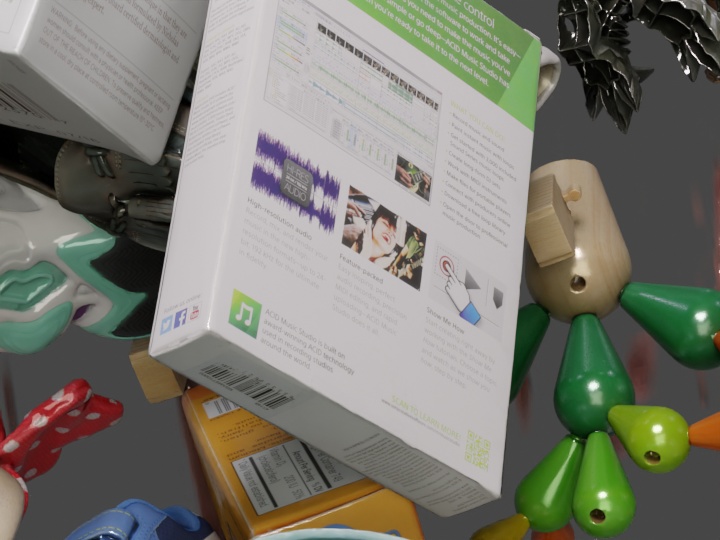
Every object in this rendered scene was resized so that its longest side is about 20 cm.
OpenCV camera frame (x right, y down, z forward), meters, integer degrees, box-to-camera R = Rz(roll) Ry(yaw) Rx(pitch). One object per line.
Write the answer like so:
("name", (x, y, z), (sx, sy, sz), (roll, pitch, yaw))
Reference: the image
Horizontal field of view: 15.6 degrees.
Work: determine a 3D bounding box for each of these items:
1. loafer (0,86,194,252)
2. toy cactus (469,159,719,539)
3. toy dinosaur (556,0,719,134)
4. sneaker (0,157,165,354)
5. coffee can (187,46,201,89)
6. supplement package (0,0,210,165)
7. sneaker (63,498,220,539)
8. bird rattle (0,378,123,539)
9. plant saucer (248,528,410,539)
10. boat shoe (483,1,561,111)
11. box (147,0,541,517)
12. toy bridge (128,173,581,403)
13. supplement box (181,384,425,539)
("loafer", (-0.111, -0.043, 1.021), (0.199, 0.072, 0.063), (25, 53, 28))
("toy cactus", (0.102, 0.036, 1.103), (0.199, 0.102, 0.166), (-16, 62, 18))
("toy dinosaur", (0.150, -0.132, 1.120), (0.200, 0.102, 0.136), (41, 63, 16))
("sneaker", (-0.170, -0.023, 1.088), (0.199, 0.140, 0.078), (-3, 125, -27))
("coffee can", (-0.046, -0.169, 1.083), (0.146, 0.146, 0.200), (36, 87, 2))
("supplement package", (-0.111, -0.159, 0.957), (0.116, 0.117, 0.201), (14, 79, 25))
("sneaker", (-0.106, 0.139, 1.049), (0.074, 0.200, 0.083), (-30, 78, 21))
("bird rattle", (-0.170, 0.129, 1.066), (0.113, 0.163, 0.200), (42, 97, -15))
("plant saucer", (-0.010, 0.189, 0.915), (0.199, 0.036, 0.201), (0, 89, 1))
("boat shoe", (0.036, -0.052, 1.057), (0.069, 0.200, 0.071), (21, 127, 9))
("box", (0.000, -0.030, 0.943), (0.144, 0.036, 0.201), (32, 53, -35))
("toy bridge", (0.000, 0.000, 1.107), (0.199, 0.067, 0.027), (-20, 114, 13))
("supplement box", (-0.022, 0.092, 1.034), (0.068, 0.200, 0.067), (-18, 106, -5))
